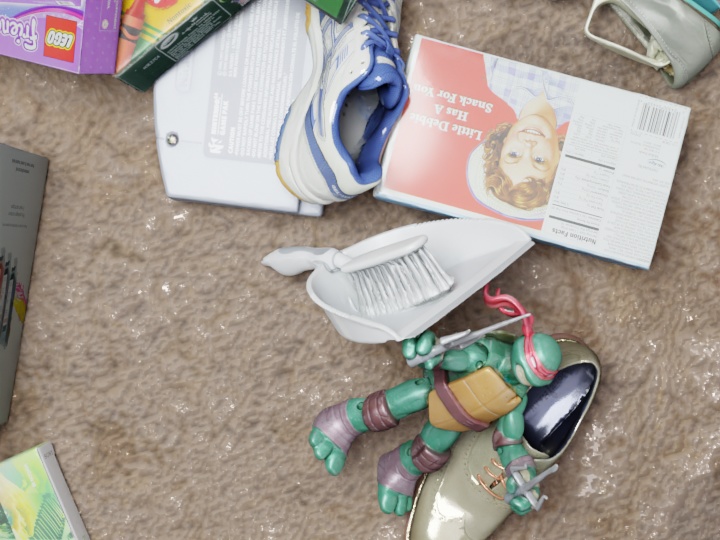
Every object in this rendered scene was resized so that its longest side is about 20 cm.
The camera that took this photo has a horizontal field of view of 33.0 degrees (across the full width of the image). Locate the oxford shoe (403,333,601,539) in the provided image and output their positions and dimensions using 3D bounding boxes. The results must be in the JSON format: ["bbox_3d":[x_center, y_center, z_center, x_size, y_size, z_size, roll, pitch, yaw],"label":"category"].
[{"bbox_3d":[0.097,0.130,0.851,0.070,0.074,0.201,34,91,-2],"label":"oxford shoe"}]

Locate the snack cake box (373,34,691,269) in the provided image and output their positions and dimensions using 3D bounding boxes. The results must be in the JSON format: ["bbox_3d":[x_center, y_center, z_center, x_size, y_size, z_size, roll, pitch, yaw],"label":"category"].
[{"bbox_3d":[0.117,-0.081,0.854,0.197,0.067,0.117,16,92,1],"label":"snack cake box"}]

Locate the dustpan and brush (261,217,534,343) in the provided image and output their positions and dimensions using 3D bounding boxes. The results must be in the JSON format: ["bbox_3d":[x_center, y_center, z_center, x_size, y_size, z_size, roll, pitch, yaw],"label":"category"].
[{"bbox_3d":[0.000,0.000,0.813,0.139,0.199,0.058,-35,103,-36],"label":"dustpan and brush"}]

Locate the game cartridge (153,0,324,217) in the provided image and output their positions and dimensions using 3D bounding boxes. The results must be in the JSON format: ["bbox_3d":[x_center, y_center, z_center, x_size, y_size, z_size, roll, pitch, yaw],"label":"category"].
[{"bbox_3d":[-0.080,-0.146,0.871,0.131,0.040,0.203,7,90,-3],"label":"game cartridge"}]

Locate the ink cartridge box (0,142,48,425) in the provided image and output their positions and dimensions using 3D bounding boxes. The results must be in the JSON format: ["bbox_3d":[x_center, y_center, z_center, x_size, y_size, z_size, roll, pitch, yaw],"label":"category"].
[{"bbox_3d":[-0.310,0.006,0.817,0.143,0.145,0.203,9,90,0],"label":"ink cartridge box"}]

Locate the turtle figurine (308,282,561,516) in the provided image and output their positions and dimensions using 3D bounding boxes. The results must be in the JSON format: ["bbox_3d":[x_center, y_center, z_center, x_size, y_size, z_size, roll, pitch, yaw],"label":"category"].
[{"bbox_3d":[0.068,0.090,0.791,0.199,0.101,0.150,-33,103,36],"label":"turtle figurine"}]

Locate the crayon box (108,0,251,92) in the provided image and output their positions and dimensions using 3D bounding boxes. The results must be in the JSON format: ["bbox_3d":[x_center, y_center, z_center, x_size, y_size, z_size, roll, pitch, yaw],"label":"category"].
[{"bbox_3d":[-0.166,-0.243,0.839,0.126,0.051,0.201,-37,78,8],"label":"crayon box"}]

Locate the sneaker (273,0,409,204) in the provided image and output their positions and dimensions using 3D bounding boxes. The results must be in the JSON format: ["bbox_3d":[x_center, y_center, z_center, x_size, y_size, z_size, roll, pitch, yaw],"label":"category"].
[{"bbox_3d":[0.006,-0.142,0.818,0.075,0.088,0.203,13,85,-36],"label":"sneaker"}]

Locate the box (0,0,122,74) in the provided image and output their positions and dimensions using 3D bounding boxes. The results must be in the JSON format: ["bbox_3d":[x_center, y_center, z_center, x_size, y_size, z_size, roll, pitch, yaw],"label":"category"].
[{"bbox_3d":[-0.243,-0.218,0.814,0.198,0.039,0.139,17,106,27],"label":"box"}]

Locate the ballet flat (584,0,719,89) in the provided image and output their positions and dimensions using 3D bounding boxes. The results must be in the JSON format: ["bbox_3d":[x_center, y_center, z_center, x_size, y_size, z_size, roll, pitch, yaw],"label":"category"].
[{"bbox_3d":[0.165,-0.204,0.854,0.199,0.067,0.064,40,99,1],"label":"ballet flat"}]

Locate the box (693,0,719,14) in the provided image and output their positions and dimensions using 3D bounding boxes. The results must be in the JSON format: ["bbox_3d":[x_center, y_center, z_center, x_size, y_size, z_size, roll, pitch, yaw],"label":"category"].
[{"bbox_3d":[0.207,-0.280,0.860,0.082,0.049,0.200,-44,90,1],"label":"box"}]

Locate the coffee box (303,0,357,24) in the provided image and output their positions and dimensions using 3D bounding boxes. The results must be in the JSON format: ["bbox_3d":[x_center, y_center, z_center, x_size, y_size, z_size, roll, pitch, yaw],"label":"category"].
[{"bbox_3d":[-0.010,-0.273,0.799,0.122,0.044,0.201,31,68,-5],"label":"coffee box"}]

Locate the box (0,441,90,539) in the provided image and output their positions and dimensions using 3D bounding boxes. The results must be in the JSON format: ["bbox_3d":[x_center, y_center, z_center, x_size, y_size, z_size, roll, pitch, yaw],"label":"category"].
[{"bbox_3d":[-0.288,0.230,0.873,0.198,0.036,0.146,-24,90,0],"label":"box"}]
